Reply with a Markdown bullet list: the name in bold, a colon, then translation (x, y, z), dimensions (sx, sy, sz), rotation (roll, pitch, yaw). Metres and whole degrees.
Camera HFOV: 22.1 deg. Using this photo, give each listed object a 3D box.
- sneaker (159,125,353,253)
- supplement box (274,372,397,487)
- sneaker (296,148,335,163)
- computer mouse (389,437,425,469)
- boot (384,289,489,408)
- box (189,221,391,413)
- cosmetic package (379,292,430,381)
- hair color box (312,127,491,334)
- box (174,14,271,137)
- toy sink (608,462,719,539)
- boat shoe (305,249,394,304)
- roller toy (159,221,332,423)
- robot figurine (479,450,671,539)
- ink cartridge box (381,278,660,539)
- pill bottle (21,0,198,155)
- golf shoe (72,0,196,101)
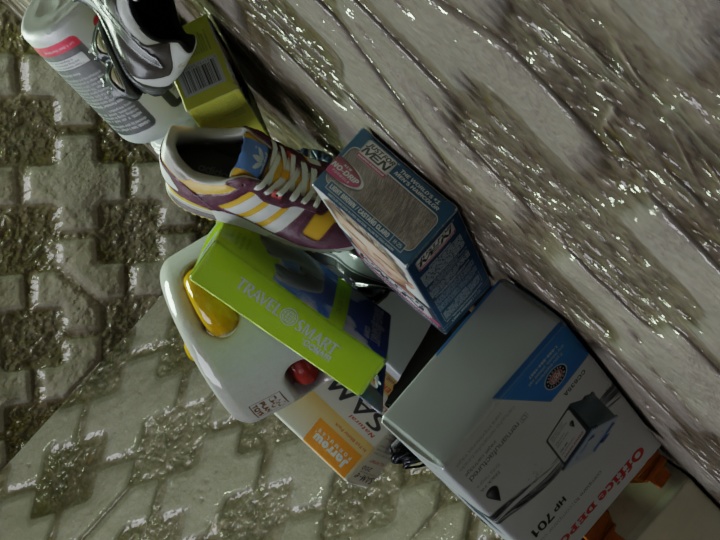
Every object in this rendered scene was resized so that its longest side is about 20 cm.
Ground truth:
- **sneaker**: translation (-0.069, -0.070, 1.508), dimensions (0.199, 0.075, 0.090), rotation (10, 159, 4)
- **supplement box**: translation (0.016, 0.103, 1.869), dimensions (0.126, 0.200, 0.074), rotation (40, -178, 20)
- **sneaker**: translation (-0.037, -0.067, 1.650), dimensions (0.085, 0.078, 0.200), rotation (3, -179, -32)
- **computer mouse**: translation (0.137, 0.160, 1.836), dimensions (0.199, 0.053, 0.138), rotation (-15, 161, 36)
- **boot**: translation (0.064, 0.074, 1.602), dimensions (0.077, 0.138, 0.200), rotation (43, 177, -4)
- **box**: translation (-0.048, 0.030, 1.578), dimensions (0.200, 0.048, 0.122), rotation (36, -164, -8)
- **cosmetic package**: translation (0.071, 0.070, 1.750), dimensions (0.200, 0.102, 0.074), rotation (43, 174, 23)
- **hair color box**: translation (0.035, -0.026, 1.410), dimensions (0.100, 0.061, 0.200), rotation (41, 175, 19)
- **box**: translation (-0.120, -0.147, 1.579), dimensions (0.200, 0.050, 0.076), rotation (63, -177, -78)
- **toy sink**: translation (0.232, 0.274, 1.604), dimensions (0.130, 0.200, 0.112), rotation (44, 175, -24)
- **boat shoe**: translation (0.000, 0.000, 1.676), dimensions (0.200, 0.070, 0.067), rotation (20, 119, 55)
- **roller toy**: translation (-0.107, 0.048, 1.780), dimensions (0.183, 0.139, 0.200), rotation (60, -178, -19)
- **robot figurine**: translation (0.179, 0.179, 1.606), dimensions (0.058, 0.145, 0.200), rotation (42, 169, -21)
- **ink cartridge box**: translation (0.130, 0.125, 1.443), dimensions (0.086, 0.147, 0.200), rotation (35, 172, 46)
- **pill bottle**: translation (-0.207, -0.188, 1.693), dimensions (0.200, 0.111, 0.111), rotation (47, 174, -33)
- **golf shoe**: translation (-0.191, -0.236, 1.448), dimensions (0.094, 0.078, 0.201), rotation (-27, 95, 44)
